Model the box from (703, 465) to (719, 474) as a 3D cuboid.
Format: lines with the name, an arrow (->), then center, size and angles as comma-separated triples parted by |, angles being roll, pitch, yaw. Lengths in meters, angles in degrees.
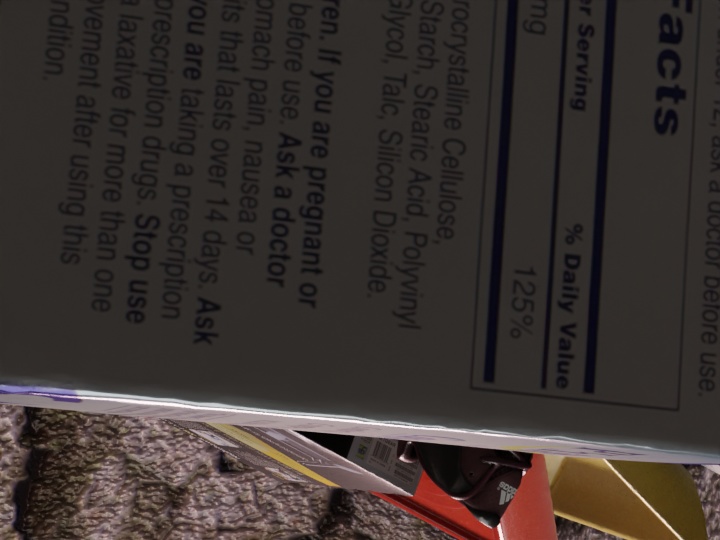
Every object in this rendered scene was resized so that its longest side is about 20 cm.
box -> 0.198, 0.076, 1.359 | 0.082, 0.049, 0.200 | 44, 173, -23

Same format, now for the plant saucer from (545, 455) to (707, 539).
plant saucer -> 0.133, 0.106, 1.416 | 0.200, 0.049, 0.200 | 45, 163, -26

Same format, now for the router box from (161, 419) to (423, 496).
router box -> -0.073, 0.081, 1.343 | 0.199, 0.053, 0.157 | 31, 161, -32

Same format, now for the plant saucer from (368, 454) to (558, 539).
plant saucer -> 0.037, 0.119, 1.434 | 0.199, 0.037, 0.200 | 26, 153, 26

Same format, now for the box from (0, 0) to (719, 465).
box -> 0.000, -0.055, 0.460 | 0.198, 0.186, 0.105 | 7, 173, -14

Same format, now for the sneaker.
sneaker -> 0.111, 0.097, 1.208 | 0.199, 0.116, 0.076 | 4, 158, 27
